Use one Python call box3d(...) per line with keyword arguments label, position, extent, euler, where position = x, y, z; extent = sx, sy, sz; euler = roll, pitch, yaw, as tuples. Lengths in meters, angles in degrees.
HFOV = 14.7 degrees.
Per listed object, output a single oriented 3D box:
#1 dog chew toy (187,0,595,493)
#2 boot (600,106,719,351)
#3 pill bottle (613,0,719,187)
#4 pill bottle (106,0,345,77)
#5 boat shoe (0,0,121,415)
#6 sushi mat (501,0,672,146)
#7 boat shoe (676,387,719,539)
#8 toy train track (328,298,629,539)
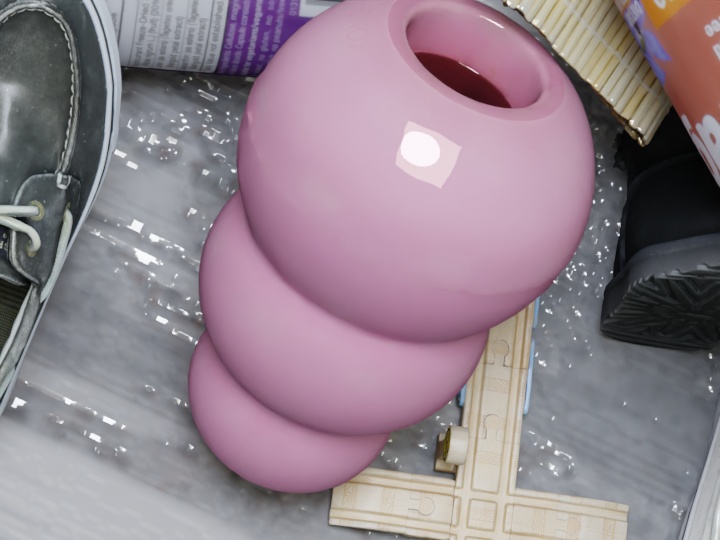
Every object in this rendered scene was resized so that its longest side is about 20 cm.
box3d(label="dog chew toy", position=(0.000, 0.000, 0.983), extent=(0.124, 0.200, 0.125), euler=(18, 36, -14))
box3d(label="boot", position=(0.134, -0.082, 1.021), extent=(0.065, 0.165, 0.201), euler=(11, 79, -13))
box3d(label="pill bottle", position=(0.168, -0.043, 0.884), extent=(0.112, 0.112, 0.201), euler=(-27, 81, -12))
box3d(label="pill bottle", position=(-0.073, -0.129, 1.022), extent=(0.199, 0.111, 0.112), euler=(4, 80, -8))
box3d(label="boat shoe", position=(-0.128, -0.013, 0.971), extent=(0.072, 0.071, 0.201), euler=(12, 109, -6))
box3d(label="sushi mat", position=(0.120, -0.150, 0.959), extent=(0.096, 0.012, 0.200), euler=(40, 76, -23))
box3d(label="boat shoe", position=(0.157, 0.104, 1.039), extent=(0.071, 0.070, 0.201), euler=(16, 78, -6))
box3d(label="toy train track", position=(0.052, 0.048, 1.051), extent=(0.114, 0.033, 0.201), euler=(8, 78, -7))
